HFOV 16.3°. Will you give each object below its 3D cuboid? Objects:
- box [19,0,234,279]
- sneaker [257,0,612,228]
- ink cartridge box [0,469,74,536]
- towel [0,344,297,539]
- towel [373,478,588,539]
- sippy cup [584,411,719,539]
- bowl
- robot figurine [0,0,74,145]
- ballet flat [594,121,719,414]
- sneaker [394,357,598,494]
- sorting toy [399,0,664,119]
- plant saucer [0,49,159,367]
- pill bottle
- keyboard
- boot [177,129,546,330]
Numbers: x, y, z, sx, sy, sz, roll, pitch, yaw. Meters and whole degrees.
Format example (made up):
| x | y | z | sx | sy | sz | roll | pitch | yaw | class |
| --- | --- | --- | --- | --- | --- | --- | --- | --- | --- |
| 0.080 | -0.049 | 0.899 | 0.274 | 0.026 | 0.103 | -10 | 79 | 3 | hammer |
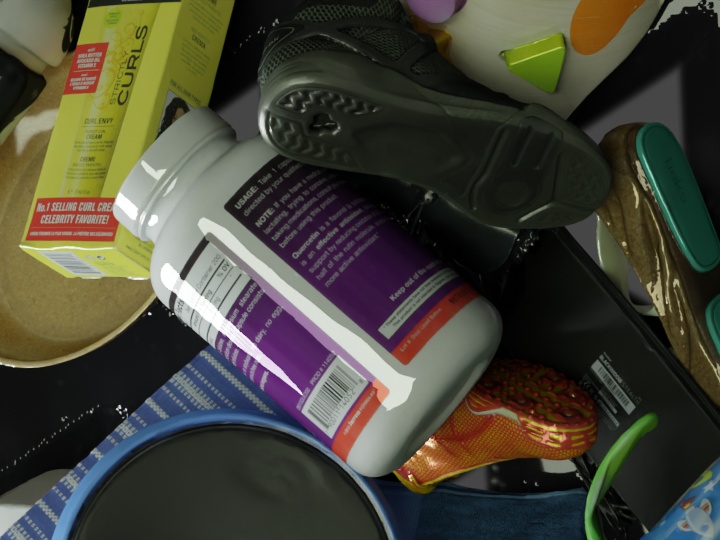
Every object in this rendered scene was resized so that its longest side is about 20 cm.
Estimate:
| x | y | z | sx | sy | sz | roll | pitch | yaw | class |
| --- | --- | --- | --- | --- | --- | --- | --- | --- | --- |
| -0.126 | -0.096 | 1.407 | 0.075 | 0.050 | 0.201 | 2 | 70 | 35 | box |
| 0.039 | -0.091 | 1.314 | 0.198 | 0.115 | 0.076 | 15 | 129 | -17 | sneaker |
| -0.139 | 0.229 | 1.506 | 0.146 | 0.086 | 0.201 | 1 | 100 | 20 | ink cartridge box |
| -0.102 | 0.131 | 1.420 | 0.200 | 0.024 | 0.145 | -42 | 46 | -12 | towel |
| 0.031 | 0.165 | 1.413 | 0.199 | 0.112 | 0.049 | 6 | 132 | 13 | towel |
| 0.210 | 0.143 | 1.261 | 0.178 | 0.140 | 0.131 | 41 | 82 | -22 | sippy cup |
| -0.069 | 0.172 | 1.342 | 0.199 | 0.039 | 0.202 | 1 | 79 | -6 | bowl |
| -0.252 | -0.111 | 1.456 | 0.150 | 0.125 | 0.200 | 39 | 92 | 13 | robot figurine |
| 0.174 | 0.017 | 1.370 | 0.072 | 0.068 | 0.201 | -30 | 88 | 42 | ballet flat |
| 0.058 | 0.088 | 1.398 | 0.199 | 0.073 | 0.078 | 6 | 102 | 50 | sneaker |
| 0.048 | -0.130 | 1.384 | 0.199 | 0.107 | 0.181 | 27 | 126 | 14 | sorting toy |
| -0.160 | -0.033 | 1.457 | 0.199 | 0.035 | 0.201 | -15 | 61 | 28 | plant saucer |
| -0.030 | 0.006 | 1.311 | 0.200 | 0.112 | 0.113 | 41 | 110 | 10 | pill bottle |
| 0.141 | 0.072 | 1.390 | 0.104 | 0.040 | 0.200 | -51 | 61 | 29 | keyboard |
| 0.000 | 0.000 | 1.406 | 0.168 | 0.076 | 0.201 | 35 | 125 | 8 | boot |
